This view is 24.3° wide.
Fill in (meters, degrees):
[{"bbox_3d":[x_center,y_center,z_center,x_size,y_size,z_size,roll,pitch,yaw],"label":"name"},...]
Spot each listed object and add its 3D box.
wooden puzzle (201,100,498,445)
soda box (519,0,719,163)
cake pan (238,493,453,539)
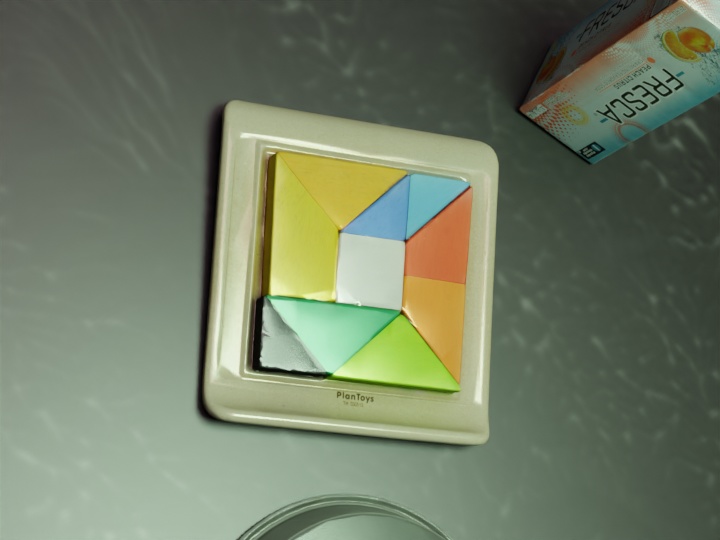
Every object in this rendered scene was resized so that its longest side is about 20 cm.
[{"bbox_3d":[0.000,0.000,1.018,0.184,0.037,0.202,7,74,-20],"label":"wooden puzzle"},{"bbox_3d":[0.180,-0.135,1.036,0.068,0.200,0.064,34,67,-12],"label":"soda box"},{"bbox_3d":[0.001,0.227,0.960,0.199,0.037,0.202,6,74,-21],"label":"cake pan"}]
